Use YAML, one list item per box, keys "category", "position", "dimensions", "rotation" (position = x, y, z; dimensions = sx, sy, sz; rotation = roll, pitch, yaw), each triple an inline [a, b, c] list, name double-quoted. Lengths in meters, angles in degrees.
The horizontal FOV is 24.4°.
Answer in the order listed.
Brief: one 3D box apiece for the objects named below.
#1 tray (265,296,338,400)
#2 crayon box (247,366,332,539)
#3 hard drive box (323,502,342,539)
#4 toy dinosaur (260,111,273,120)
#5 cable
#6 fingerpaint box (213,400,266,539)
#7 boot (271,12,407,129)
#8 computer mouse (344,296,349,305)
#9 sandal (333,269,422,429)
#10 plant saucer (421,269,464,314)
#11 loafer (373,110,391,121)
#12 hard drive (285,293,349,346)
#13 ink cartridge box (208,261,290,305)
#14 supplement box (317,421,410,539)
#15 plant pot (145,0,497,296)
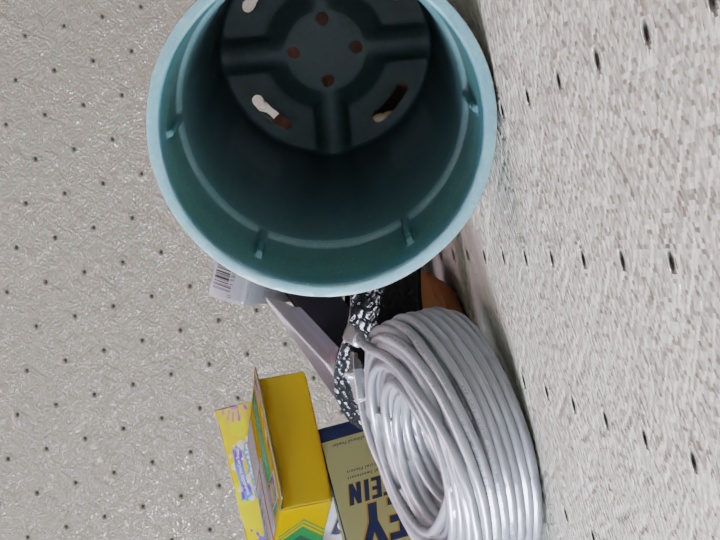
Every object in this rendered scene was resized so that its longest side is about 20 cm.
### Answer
- category: "tray"
  position: [-0.018, 0.101, 1.543]
  dimensions: [0.107, 0.022, 0.201]
  rotation: [44, 171, 39]
- category: "crayon box"
  position: [-0.067, 0.180, 1.532]
  dimensions: [0.200, 0.051, 0.127]
  rotation: [101, 158, -64]
- category: "hard drive box"
  position: [0.026, 0.232, 1.709]
  dimensions: [0.201, 0.154, 0.077]
  rotation: [80, 174, -56]
- category: "toy dinosaur"
  position: [-0.037, -0.110, 1.583]
  dimensions: [0.102, 0.199, 0.078]
  rotation: [-45, 63, 41]
- category: "cable"
  position: [0.062, 0.126, 1.189]
  dimensions: [0.200, 0.069, 0.202]
  rotation: [178, 76, -72]
- category: "fingerpaint box"
  position: [-0.087, 0.245, 1.714]
  dimensions: [0.167, 0.072, 0.202]
  rotation: [86, 169, -75]
- category: "boot"
  position: [-0.055, -0.153, 1.368]
  dimensions: [0.064, 0.185, 0.201]
  rotation: [59, -174, -42]
- category: "computer mouse"
  position: [0.014, 0.004, 1.629]
  dimensions: [0.034, 0.059, 0.200]
  rotation: [45, 161, 4]
- category: "sandal"
  position: [0.021, 0.031, 1.281]
  dimensions: [0.048, 0.074, 0.203]
  rotation: [-66, -18, -63]
- category: "plant saucer"
  position: [0.075, 0.093, 1.365]
  dimensions: [0.200, 0.037, 0.203]
  rotation: [167, 90, -86]
- category: "loafer"
  position: [0.024, -0.047, 1.315]
  dimensions: [0.201, 0.075, 0.068]
  rotation: [82, 179, -60]
- category: "hard drive"
  position: [-0.016, 0.062, 1.613]
  dimensions: [0.200, 0.042, 0.135]
  rotation: [48, 174, 36]
- category: "ink cartridge box"
  position: [-0.069, -0.049, 1.697]
  dimensions: [0.200, 0.057, 0.165]
  rotation: [-4, -71, -65]
- category: "supplement box"
  position: [0.057, 0.262, 1.508]
  dimensions: [0.201, 0.133, 0.201]
  rotation: [80, 174, -47]
- category: "plant pot"
  position: [-0.023, -0.114, 1.020]
  dimensions: [0.196, 0.198, 0.202]
  rotation: [-93, -9, -69]
